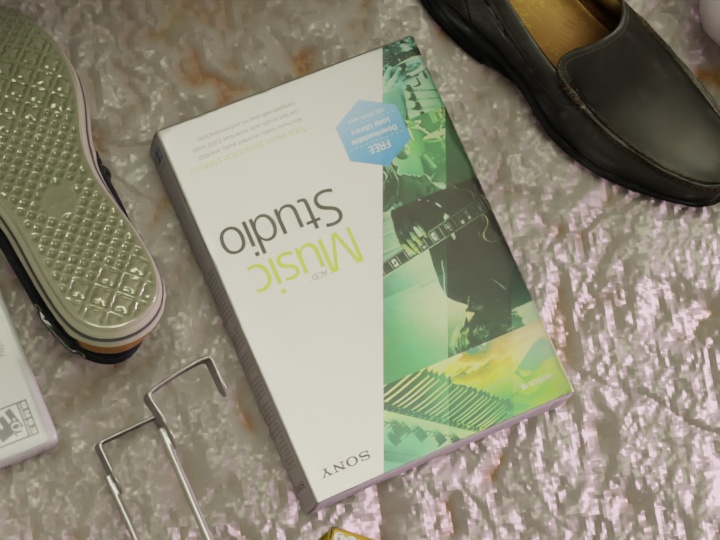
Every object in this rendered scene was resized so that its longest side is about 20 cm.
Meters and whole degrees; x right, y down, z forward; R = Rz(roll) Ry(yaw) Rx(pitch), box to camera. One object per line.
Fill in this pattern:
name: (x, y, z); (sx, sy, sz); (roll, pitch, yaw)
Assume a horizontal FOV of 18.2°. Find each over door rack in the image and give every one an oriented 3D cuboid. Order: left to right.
over door rack: (-0.084, 0.154, 0.993); (0.066, 0.148, 0.201); (-10, 80, -18)

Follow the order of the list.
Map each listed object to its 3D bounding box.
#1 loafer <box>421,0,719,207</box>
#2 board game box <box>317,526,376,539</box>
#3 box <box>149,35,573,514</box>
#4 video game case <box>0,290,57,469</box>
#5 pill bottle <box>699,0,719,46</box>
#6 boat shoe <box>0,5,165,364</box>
loafer: (0.117, -0.106, 1.134); (0.200, 0.072, 0.073); (36, 72, -2)
board game box: (0.058, 0.181, 1.004); (0.199, 0.165, 0.057); (18, 73, -6)
box: (0.000, 0.000, 1.105); (0.144, 0.036, 0.201); (-22, 83, -15)
video game case: (-0.262, 0.023, 1.052); (0.181, 0.024, 0.201); (-21, 80, -15)
pill bottle: (0.251, -0.130, 1.146); (0.200, 0.111, 0.111); (41, 73, 0)
boat shoe: (-0.152, -0.040, 1.072); (0.074, 0.062, 0.201); (-23, 67, -17)
